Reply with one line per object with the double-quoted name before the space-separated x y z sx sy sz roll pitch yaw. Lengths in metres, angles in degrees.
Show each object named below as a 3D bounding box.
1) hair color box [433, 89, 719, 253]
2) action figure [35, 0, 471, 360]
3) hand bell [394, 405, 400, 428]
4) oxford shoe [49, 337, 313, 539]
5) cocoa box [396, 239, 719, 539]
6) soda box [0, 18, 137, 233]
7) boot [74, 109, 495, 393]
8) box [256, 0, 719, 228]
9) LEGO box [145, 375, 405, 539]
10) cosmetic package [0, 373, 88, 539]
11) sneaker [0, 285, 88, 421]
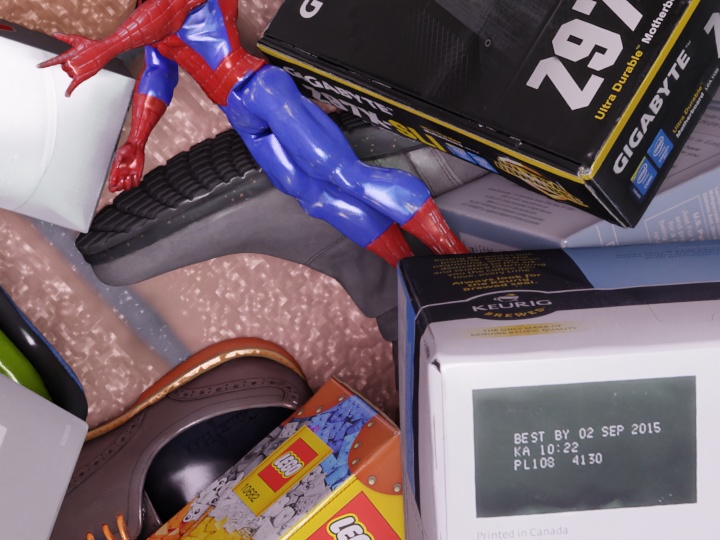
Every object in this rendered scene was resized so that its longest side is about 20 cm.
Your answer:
"hair color box" 0.137 -0.030 0.956 0.200 0.099 0.061 -25 110 -23
"action figure" -0.049 -0.040 0.894 0.099 0.065 0.200 -41 94 -27
"hand bell" 0.113 0.065 0.997 0.200 0.104 0.104 1 101 -11
"oxford shoe" -0.103 0.100 0.984 0.200 0.073 0.071 -40 105 0
"cocoa box" 0.116 0.066 0.823 0.200 0.131 0.134 -3 104 -4
"soda box" -0.188 -0.076 0.935 0.200 0.068 0.064 17 98 -14
"boot" 0.000 0.000 0.988 0.200 0.070 0.132 -21 109 -1
"box" 0.078 -0.130 0.908 0.200 0.160 0.049 -58 144 -8
"LEGO box" 0.002 0.166 0.943 0.149 0.077 0.200 -41 115 -7
"cosmetic package" -0.195 0.101 0.905 0.107 0.090 0.200 30 136 -16
"sneaker" -0.179 0.005 0.930 0.200 0.089 0.079 37 63 -13
